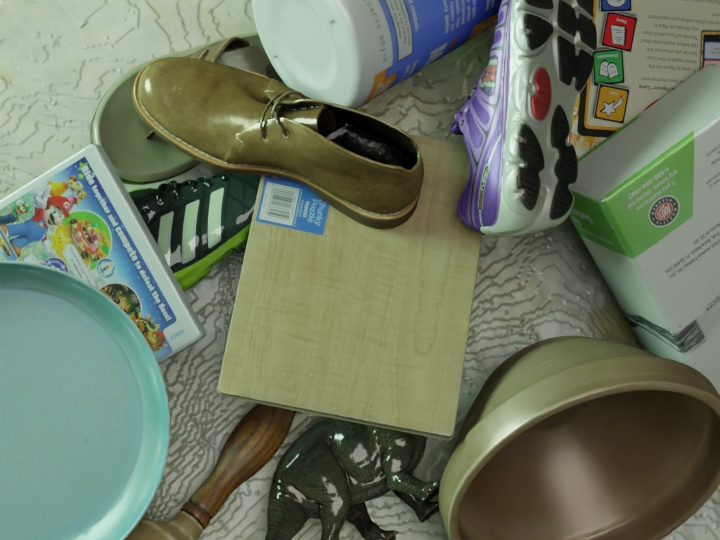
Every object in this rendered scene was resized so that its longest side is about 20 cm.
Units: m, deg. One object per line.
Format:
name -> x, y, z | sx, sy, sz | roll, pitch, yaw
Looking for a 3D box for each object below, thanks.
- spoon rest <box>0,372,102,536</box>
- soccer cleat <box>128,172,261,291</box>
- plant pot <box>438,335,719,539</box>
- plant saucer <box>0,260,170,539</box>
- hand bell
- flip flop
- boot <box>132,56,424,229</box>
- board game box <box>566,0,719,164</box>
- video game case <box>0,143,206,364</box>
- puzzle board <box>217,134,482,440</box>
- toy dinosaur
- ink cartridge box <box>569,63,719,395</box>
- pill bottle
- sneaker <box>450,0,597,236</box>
spoon rest -> -0.252, 0.088, 1.036 | 0.199, 0.061, 0.100 | 37, 97, 5
soccer cleat -> -0.113, -0.035, 1.101 | 0.200, 0.068, 0.081 | -39, 89, -8
plant pot -> 0.138, 0.109, 1.085 | 0.199, 0.202, 0.093 | -12, 48, -10
plant saucer -> -0.215, 0.093, 1.005 | 0.198, 0.027, 0.203 | -1, 96, -7
hand bell -> -0.104, 0.156, 1.082 | 0.104, 0.104, 0.200 | 41, 66, -2
flip flop -> -0.090, -0.122, 1.117 | 0.198, 0.058, 0.082 | -20, 87, -11
boot -> -0.050, -0.096, 1.038 | 0.198, 0.076, 0.074 | 22, 69, 3
board game box -> 0.205, -0.169, 1.140 | 0.150, 0.046, 0.202 | 2, 96, -21
video game case -> -0.219, 0.030, 1.068 | 0.199, 0.018, 0.144 | -30, 88, 8
puzzle board -> 0.000, 0.000, 1.054 | 0.149, 0.017, 0.202 | 11, 67, -2
toy dinosaur -> -0.006, 0.135, 1.103 | 0.199, 0.077, 0.103 | -37, 70, 1
ink cartridge box -> 0.243, -0.014, 1.111 | 0.145, 0.084, 0.201 | -35, 111, -9
pill bottle -> 0.035, -0.196, 1.105 | 0.199, 0.112, 0.113 | -33, 89, -29
sneaker -> 0.095, -0.120, 1.059 | 0.080, 0.083, 0.202 | 27, 67, -41
